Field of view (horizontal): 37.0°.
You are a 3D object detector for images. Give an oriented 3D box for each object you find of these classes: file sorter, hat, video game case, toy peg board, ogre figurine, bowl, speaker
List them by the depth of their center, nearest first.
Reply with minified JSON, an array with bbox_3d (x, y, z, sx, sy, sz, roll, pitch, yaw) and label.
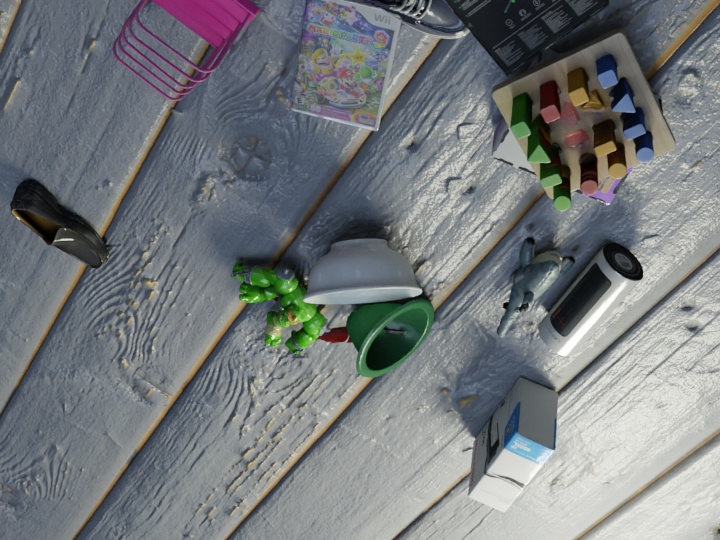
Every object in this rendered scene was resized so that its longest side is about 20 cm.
[{"bbox_3d":[0.311,-0.191,1.488,0.197,0.098,0.201,-22,122,25],"label":"toy peg board"},{"bbox_3d":[-0.254,-0.333,1.502,0.138,0.126,0.200,35,166,-16],"label":"file sorter"},{"bbox_3d":[-0.024,-0.311,1.604,0.141,0.018,0.202,14,129,1],"label":"video game case"},{"bbox_3d":[0.377,0.051,1.773,0.080,0.082,0.201,26,129,-10],"label":"speaker"},{"bbox_3d":[0.000,0.000,1.774,0.198,0.201,0.092,-7,82,16],"label":"bowl"},{"bbox_3d":[-0.132,0.060,1.877,0.119,0.098,0.202,-14,101,40],"label":"ogre figurine"},{"bbox_3d":[0.003,0.075,1.897,0.199,0.176,0.166,-34,147,-17],"label":"hat"}]

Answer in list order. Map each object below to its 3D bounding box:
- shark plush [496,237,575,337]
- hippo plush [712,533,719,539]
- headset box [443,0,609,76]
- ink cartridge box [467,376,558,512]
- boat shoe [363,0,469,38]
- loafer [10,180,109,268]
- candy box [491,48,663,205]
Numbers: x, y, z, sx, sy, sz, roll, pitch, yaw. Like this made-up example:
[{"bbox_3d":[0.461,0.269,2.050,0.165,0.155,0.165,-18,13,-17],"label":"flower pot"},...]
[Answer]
[{"bbox_3d":[0.268,0.032,1.776,0.090,0.084,0.200,33,127,-15],"label":"shark plush"},{"bbox_3d":[0.704,0.606,2.089,0.157,0.201,0.162,-2,123,-15],"label":"hippo plush"},{"bbox_3d":[0.206,-0.398,1.439,0.173,0.093,0.200,-33,115,32],"label":"headset box"},{"bbox_3d":[0.277,0.319,1.963,0.083,0.145,0.201,23,129,-6],"label":"ink cartridge box"},{"bbox_3d":[0.066,-0.370,1.481,0.198,0.093,0.075,21,112,-6],"label":"boat shoe"},{"bbox_3d":[-0.526,-0.065,1.867,0.200,0.073,0.073,40,124,-21],"label":"loafer"},{"bbox_3d":[0.315,-0.211,1.580,0.198,0.072,0.169,21,129,-7],"label":"candy box"}]
